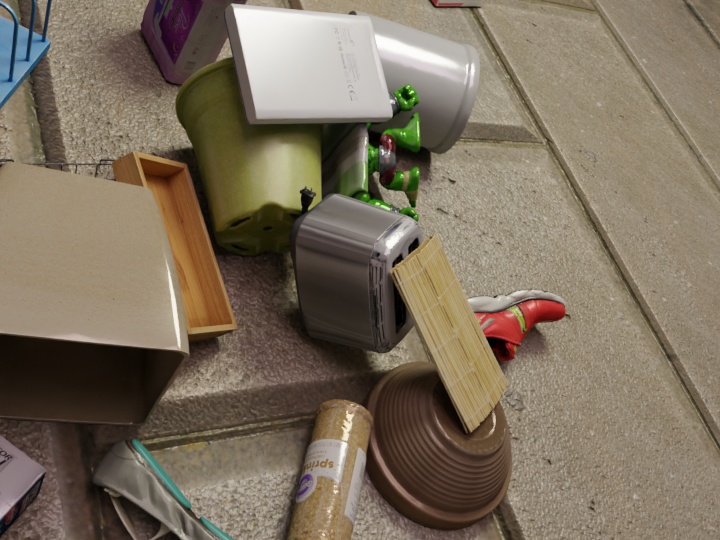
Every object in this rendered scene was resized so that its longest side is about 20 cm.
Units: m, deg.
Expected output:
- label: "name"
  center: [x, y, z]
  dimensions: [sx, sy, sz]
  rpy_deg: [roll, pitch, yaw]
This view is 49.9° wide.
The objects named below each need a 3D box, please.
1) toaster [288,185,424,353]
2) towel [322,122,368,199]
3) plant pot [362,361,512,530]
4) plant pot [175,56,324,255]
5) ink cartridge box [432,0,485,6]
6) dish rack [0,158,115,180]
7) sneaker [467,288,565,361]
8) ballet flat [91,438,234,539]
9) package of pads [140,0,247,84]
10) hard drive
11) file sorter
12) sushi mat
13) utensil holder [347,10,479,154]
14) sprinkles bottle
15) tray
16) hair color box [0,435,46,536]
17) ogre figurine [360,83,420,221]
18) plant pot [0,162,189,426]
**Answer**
- label: "toaster"
  center: [0.000, 0.000, 0.891]
  dimensions: [0.128, 0.203, 0.114]
  rpy_deg: [16, 37, 29]
- label: "towel"
  center: [-0.035, -0.164, 1.019]
  dimensions: [0.030, 0.149, 0.203]
  rpy_deg: [11, 63, -26]
- label: "plant pot"
  center: [0.104, 0.184, 0.894]
  dimensions: [0.198, 0.093, 0.203]
  rpy_deg: [16, 50, -20]
- label: "plant pot"
  center: [-0.122, -0.127, 0.954]
  dimensions: [0.198, 0.200, 0.187]
  rpy_deg: [2, 65, -28]
- label: "ink cartridge box"
  center: [0.170, -0.639, 1.581]
  dimensions: [0.144, 0.085, 0.201]
  rpy_deg: [-15, 62, -37]
- label: "dish rack"
  center: [-0.319, -0.056, 0.862]
  dimensions: [0.197, 0.055, 0.155]
  rpy_deg: [-4, 57, -30]
- label: "sneaker"
  center: [0.200, 0.080, 1.056]
  dimensions: [0.197, 0.077, 0.086]
  rpy_deg: [-7, 70, -26]
- label: "ballet flat"
  center: [-0.169, 0.243, 0.720]
  dimensions: [0.200, 0.067, 0.064]
  rpy_deg: [42, 73, 6]
- label: "package of pads"
  center: [-0.224, -0.365, 1.056]
  dimensions: [0.075, 0.200, 0.122]
  rpy_deg: [-12, 65, -41]
- label: "hard drive"
  center: [-0.056, -0.239, 0.912]
  dimensions: [0.198, 0.025, 0.134]
  rpy_deg: [-9, 84, -38]
- label: "file sorter"
  center: [-0.466, -0.285, 0.906]
  dimensions: [0.137, 0.123, 0.202]
  rpy_deg: [23, 47, -11]
- label: "sushi mat"
  center: [0.100, 0.068, 0.853]
  dimensions: [0.095, 0.012, 0.202]
  rpy_deg: [-36, 103, -46]
- label: "utensil holder"
  center: [0.057, -0.288, 1.183]
  dimensions: [0.197, 0.171, 0.172]
  rpy_deg: [13, 50, -19]
- label: "sprinkles bottle"
  center: [-0.034, 0.233, 0.792]
  dimensions: [0.067, 0.068, 0.202]
  rpy_deg: [24, 46, -11]
- label: "tray"
  center: [-0.202, -0.024, 0.847]
  dimensions: [0.098, 0.037, 0.203]
  rpy_deg: [3, 68, -69]
- label: "hair color box"
  center: [-0.360, 0.216, 0.618]
  dimensions: [0.100, 0.061, 0.201]
  rpy_deg: [37, 46, 0]
- label: "ogre figurine"
  center: [0.024, -0.156, 1.086]
  dimensions: [0.118, 0.203, 0.098]
  rpy_deg: [1, 18, -5]
- label: "plant pot"
  center: [-0.274, 0.021, 0.709]
  dimensions: [0.197, 0.200, 0.180]
  rpy_deg: [8, 59, -24]
